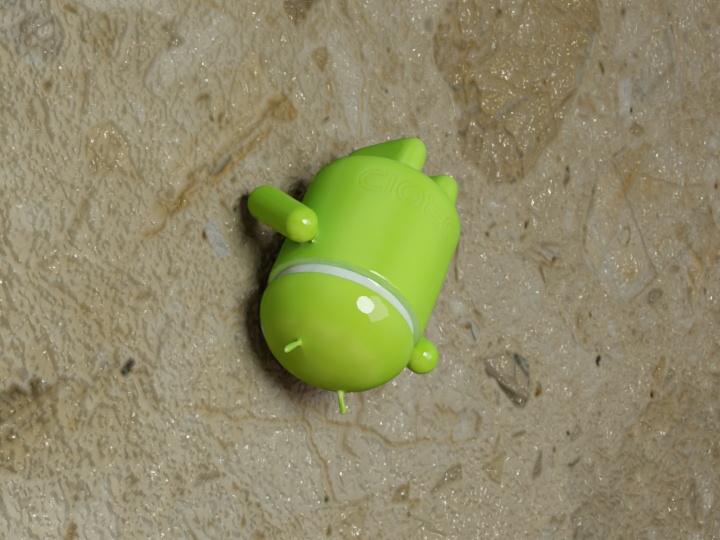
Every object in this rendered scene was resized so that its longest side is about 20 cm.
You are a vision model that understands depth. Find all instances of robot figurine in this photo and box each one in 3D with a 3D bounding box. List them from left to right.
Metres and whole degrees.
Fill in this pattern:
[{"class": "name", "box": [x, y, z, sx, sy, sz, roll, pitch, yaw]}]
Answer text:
[{"class": "robot figurine", "box": [0.000, 0.000, 1.673, 0.175, 0.116, 0.200, 48, 49, -34]}]
